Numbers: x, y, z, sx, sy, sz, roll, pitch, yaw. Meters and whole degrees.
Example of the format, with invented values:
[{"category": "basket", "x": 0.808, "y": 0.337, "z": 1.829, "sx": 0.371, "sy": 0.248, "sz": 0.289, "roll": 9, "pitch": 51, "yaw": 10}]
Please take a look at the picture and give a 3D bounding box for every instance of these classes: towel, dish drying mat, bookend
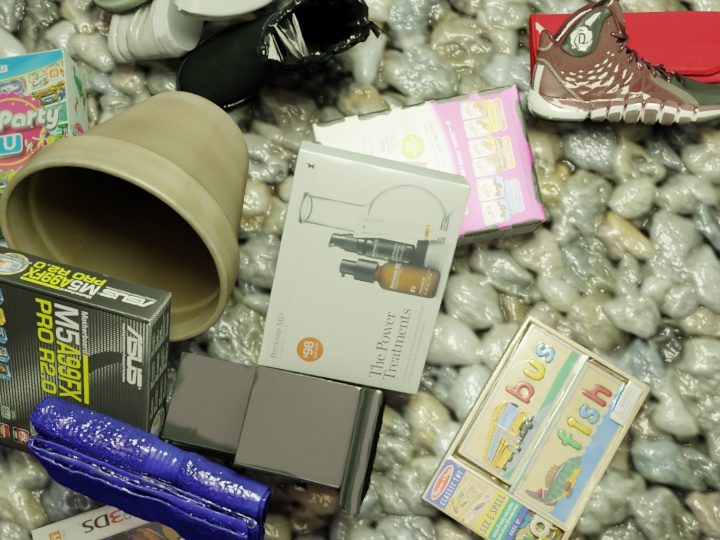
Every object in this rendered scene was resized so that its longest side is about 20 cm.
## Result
[{"category": "towel", "x": -0.172, "y": 0.182, "z": 0.654, "sx": 0.199, "sy": 0.148, "sz": 0.050, "roll": 21, "pitch": 54, "yaw": 6}, {"category": "dish drying mat", "x": 0.272, "y": -0.225, "z": 0.805, "sx": 0.199, "sy": 0.018, "sz": 0.077, "roll": 0, "pitch": 79, "yaw": 3}, {"category": "bookend", "x": -0.083, "y": 0.128, "z": 0.669, "sx": 0.198, "sy": 0.200, "sz": 0.093, "roll": 12, "pitch": 80, "yaw": 4}]

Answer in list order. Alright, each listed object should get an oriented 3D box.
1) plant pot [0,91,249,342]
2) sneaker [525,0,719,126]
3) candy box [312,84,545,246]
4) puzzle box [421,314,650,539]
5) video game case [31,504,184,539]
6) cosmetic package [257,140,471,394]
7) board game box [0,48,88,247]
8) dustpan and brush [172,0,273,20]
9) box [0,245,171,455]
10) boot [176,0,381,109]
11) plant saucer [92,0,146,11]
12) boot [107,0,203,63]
[{"category": "plant pot", "x": -0.184, "y": -0.064, "z": 0.711, "sx": 0.199, "sy": 0.201, "sz": 0.174, "roll": 14, "pitch": 44, "yaw": 5}, {"category": "sneaker", "x": 0.261, "y": -0.200, "z": 0.753, "sx": 0.199, "sy": 0.076, "sz": 0.116, "roll": 1, "pitch": 109, "yaw": 3}, {"category": "candy box", "x": 0.064, "y": -0.088, "z": 0.769, "sx": 0.199, "sy": 0.061, "sz": 0.137, "roll": -10, "pitch": 82, "yaw": 0}, {"category": "puzzle box", "x": 0.162, "y": 0.158, "z": 0.740, "sx": 0.133, "sy": 0.025, "sz": 0.201, "roll": 30, "pitch": 83, "yaw": 8}, {"category": "video game case", "x": -0.186, "y": 0.303, "z": 0.726, "sx": 0.180, "sy": 0.036, "sz": 0.201, "roll": -18, "pitch": 80, "yaw": 1}, {"category": "cosmetic package", "x": 0.000, "y": 0.000, "z": 0.711, "sx": 0.150, "sy": 0.052, "sz": 0.201, "roll": 12, "pitch": 107, "yaw": -3}, {"category": "board game box", "x": -0.347, "y": -0.105, "z": 0.792, "sx": 0.147, "sy": 0.064, "sz": 0.201, "roll": -9, "pitch": 79, "yaw": 1}, {"category": "dustpan and brush", "x": -0.089, "y": -0.295, "z": 0.758, "sx": 0.057, "sy": 0.199, "sz": 0.140, "roll": 26, "pitch": 107, "yaw": 46}, {"category": "box", "x": -0.251, "y": 0.090, "z": 0.701, "sx": 0.159, "sy": 0.044, "sz": 0.201, "roll": 16, "pitch": 124, "yaw": 5}, {"category": "boot", "x": -0.082, "y": -0.205, "z": 0.742, "sx": 0.198, "sy": 0.162, "sz": 0.074, "roll": -26, "pitch": 108, "yaw": -4}, {"category": "plant saucer", "x": -0.213, "y": -0.351, "z": 0.783, "sx": 0.199, "sy": 0.050, "sz": 0.201, "roll": -18, "pitch": 58, "yaw": 30}, {"category": "boot", "x": -0.199, "y": -0.299, "z": 0.815, "sx": 0.095, "sy": 0.074, "sz": 0.201, "roll": -1, "pitch": 60, "yaw": 27}]
